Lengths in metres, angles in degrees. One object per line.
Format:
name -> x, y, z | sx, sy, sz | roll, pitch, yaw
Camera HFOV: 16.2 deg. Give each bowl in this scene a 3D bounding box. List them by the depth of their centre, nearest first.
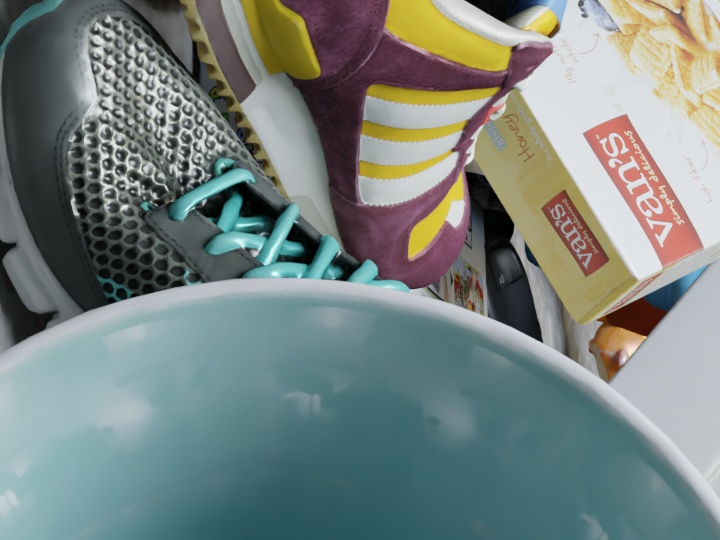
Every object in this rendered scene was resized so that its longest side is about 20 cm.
bowl -> -0.017, 0.112, 0.510 | 0.105, 0.200, 0.201 | 93, 0, -61

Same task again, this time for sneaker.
sneaker -> -0.015, 0.017, 0.605 | 0.078, 0.091, 0.200 | -38, 103, -47
sneaker -> 0.018, -0.054, 0.672 | 0.200, 0.090, 0.075 | 54, 26, -63

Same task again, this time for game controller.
game controller -> 0.060, 0.062, 1.007 | 0.104, 0.042, 0.201 | -94, 171, -66

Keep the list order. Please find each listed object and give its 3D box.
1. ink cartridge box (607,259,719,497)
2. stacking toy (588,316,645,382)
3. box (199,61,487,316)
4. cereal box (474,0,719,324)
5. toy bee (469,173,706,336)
ink cartridge box -> 0.145, 0.102, 0.953 | 0.144, 0.084, 0.200 | -49, 148, -9
stacking toy -> 0.121, -0.040, 1.153 | 0.116, 0.109, 0.201 | -72, 164, -77
box -> 0.000, 0.000, 0.821 | 0.200, 0.035, 0.110 | 41, 44, -65
cereal box -> 0.109, -0.077, 0.873 | 0.200, 0.040, 0.144 | -24, 78, -43
toy bee -> 0.115, -0.041, 0.950 | 0.200, 0.131, 0.109 | 97, 16, -83
